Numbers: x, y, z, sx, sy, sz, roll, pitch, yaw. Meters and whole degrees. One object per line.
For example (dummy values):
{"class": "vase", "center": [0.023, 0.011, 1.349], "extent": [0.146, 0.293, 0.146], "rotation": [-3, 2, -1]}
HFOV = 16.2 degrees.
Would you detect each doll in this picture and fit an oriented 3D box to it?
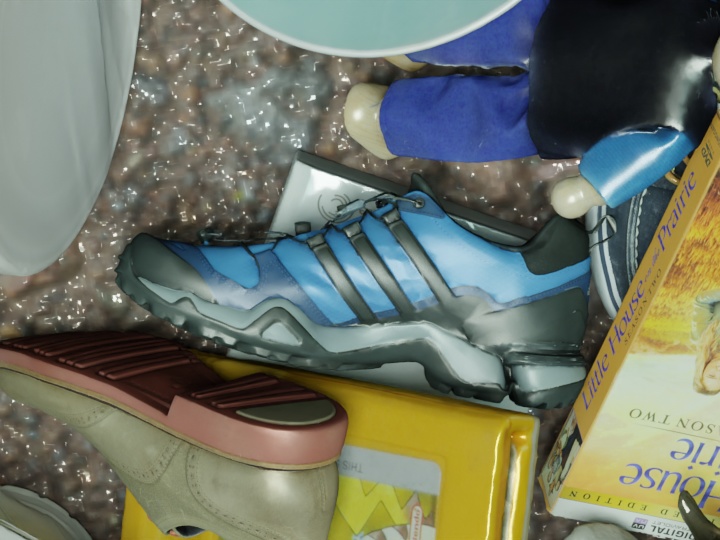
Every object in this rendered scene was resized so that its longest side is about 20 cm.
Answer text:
{"class": "doll", "center": [0.087, -0.085, 0.996], "extent": [0.200, 0.048, 0.137], "rotation": [3, 75, 40]}

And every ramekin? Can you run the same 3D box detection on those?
{"class": "ramekin", "center": [-0.158, -0.102, 0.989], "extent": [0.094, 0.202, 0.202], "rotation": [9, 104, 12]}

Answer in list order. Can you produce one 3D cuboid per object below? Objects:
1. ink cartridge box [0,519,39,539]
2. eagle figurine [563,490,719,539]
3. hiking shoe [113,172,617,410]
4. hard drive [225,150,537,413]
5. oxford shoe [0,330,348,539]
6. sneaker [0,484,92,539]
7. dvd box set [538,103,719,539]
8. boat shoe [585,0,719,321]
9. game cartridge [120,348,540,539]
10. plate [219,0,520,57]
{"class": "ink cartridge box", "center": [-0.194, 0.202, 1.033], "extent": [0.086, 0.148, 0.200], "rotation": [33, 138, -27]}
{"class": "eagle figurine", "center": [0.162, 0.198, 1.050], "extent": [0.152, 0.151, 0.200], "rotation": [-7, 122, -21]}
{"class": "hiking shoe", "center": [0.000, 0.000, 1.050], "extent": [0.200, 0.074, 0.087], "rotation": [11, 89, -7]}
{"class": "hard drive", "center": [0.002, 0.063, 1.107], "extent": [0.132, 0.027, 0.200], "rotation": [19, 103, -3]}
{"class": "oxford shoe", "center": [-0.088, 0.072, 1.038], "extent": [0.070, 0.200, 0.075], "rotation": [-9, 108, -41]}
{"class": "sneaker", "center": [-0.184, 0.112, 1.090], "extent": [0.200, 0.087, 0.075], "rotation": [43, 98, -10]}
{"class": "dvd box set", "center": [0.176, 0.033, 1.047], "extent": [0.146, 0.029, 0.200], "rotation": [13, 124, -15]}
{"class": "boat shoe", "center": [0.145, -0.057, 1.037], "extent": [0.071, 0.091, 0.200], "rotation": [6, 104, -14]}
{"class": "game cartridge", "center": [-0.023, 0.130, 1.041], "extent": [0.200, 0.032, 0.176], "rotation": [8, 93, 38]}
{"class": "plate", "center": [0.009, -0.184, 1.023], "extent": [0.200, 0.026, 0.200], "rotation": [-1, 88, 16]}
